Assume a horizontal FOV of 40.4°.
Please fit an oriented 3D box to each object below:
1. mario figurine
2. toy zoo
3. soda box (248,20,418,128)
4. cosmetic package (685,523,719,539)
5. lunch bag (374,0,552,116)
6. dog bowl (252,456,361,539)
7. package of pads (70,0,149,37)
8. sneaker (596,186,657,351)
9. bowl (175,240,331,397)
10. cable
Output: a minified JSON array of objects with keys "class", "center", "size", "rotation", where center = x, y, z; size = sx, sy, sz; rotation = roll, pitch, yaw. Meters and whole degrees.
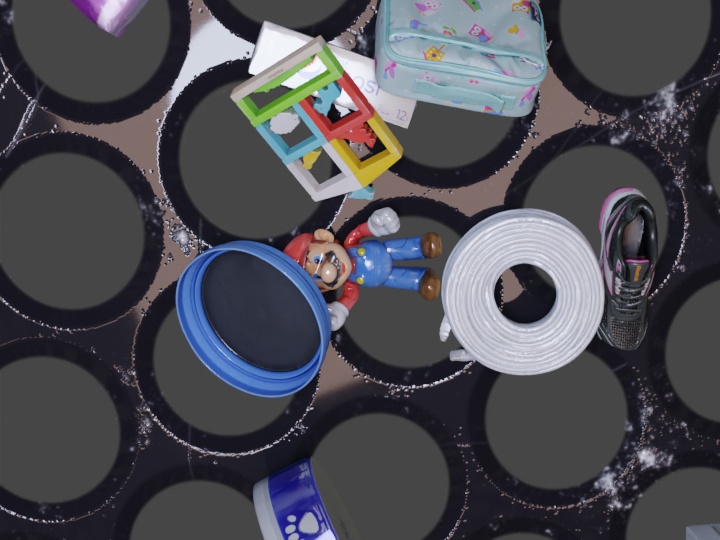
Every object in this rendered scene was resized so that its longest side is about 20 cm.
[{"class":"mario figurine","center":[0.000,0.000,1.170],"size":[0.198,0.106,0.125],"rotation":[-2,65,-10]},{"class":"toy zoo","center":[-0.041,-0.160,1.140],"size":[0.130,0.021,0.200],"rotation":[-25,121,27]},{"class":"soda box","center":[-0.028,-0.230,1.152],"size":[0.198,0.068,0.064],"rotation":[19,100,-5]},{"class":"cosmetic package","center":[0.485,0.437,1.284],"size":[0.101,0.074,0.202],"rotation":[-4,99,-1]},{"class":"lunch bag","center":[0.116,-0.254,1.107],"size":[0.198,0.162,0.077],"rotation":[7,142,-6]},{"class":"dog bowl","center":[-0.051,0.330,1.179],"size":[0.078,0.200,0.201],"rotation":[-27,100,0]},{"class":"package of pads","center":[-0.265,-0.380,1.114],"size":[0.120,0.076,0.200],"rotation":[41,96,-5]},{"class":"sneaker","center":[0.324,0.003,1.196],"size":[0.079,0.086,0.202],"rotation":[-4,100,0]},{"class":"bowl","center":[-0.126,0.056,1.166],"size":[0.199,0.039,0.202],"rotation":[12,121,21]},{"class":"cable","center":[0.197,0.026,1.190],"size":[0.198,0.069,0.202],"rotation":[5,96,8]}]
